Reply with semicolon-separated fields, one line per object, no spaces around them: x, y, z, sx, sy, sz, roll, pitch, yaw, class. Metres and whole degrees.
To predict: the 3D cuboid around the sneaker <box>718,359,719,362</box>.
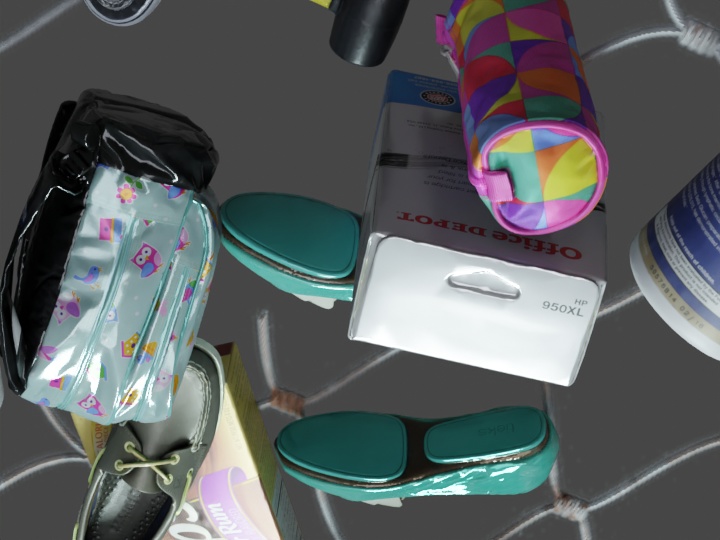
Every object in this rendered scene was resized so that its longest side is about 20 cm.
0.338;0.058;1.711;0.199;0.074;0.089;-9;120;11;sneaker

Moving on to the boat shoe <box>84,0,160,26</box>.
-0.142;-0.236;1.545;0.072;0.068;0.200;14;116;4;boat shoe

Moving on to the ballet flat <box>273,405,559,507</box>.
0.041;0.137;1.796;0.199;0.067;0.070;-4;137;10;ballet flat

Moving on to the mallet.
-0.061;-0.197;1.602;0.200;0.041;0.066;27;121;-8;mallet

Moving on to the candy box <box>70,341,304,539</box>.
-0.118;0.153;1.824;0.116;0.057;0.200;-10;120;11;candy box

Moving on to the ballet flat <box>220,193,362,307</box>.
0.000;0.000;1.701;0.199;0.067;0.070;9;140;2;ballet flat

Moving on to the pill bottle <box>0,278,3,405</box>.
-0.295;0.009;1.708;0.114;0.114;0.200;-1;124;6;pill bottle

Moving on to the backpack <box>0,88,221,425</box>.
-0.157;-0.003;1.631;0.126;0.167;0.201;15;99;-5;backpack

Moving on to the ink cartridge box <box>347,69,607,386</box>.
0.074;-0.029;1.599;0.144;0.200;0.084;12;123;-2;ink cartridge box

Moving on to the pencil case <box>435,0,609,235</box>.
0.096;-0.104;1.556;0.088;0.200;0.089;-3;122;-4;pencil case

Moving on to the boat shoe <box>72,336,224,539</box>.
-0.144;0.134;1.744;0.072;0.060;0.202;20;121;-8;boat shoe

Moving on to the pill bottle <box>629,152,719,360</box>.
0.273;-0.043;1.626;0.111;0.111;0.200;34;120;-17;pill bottle
